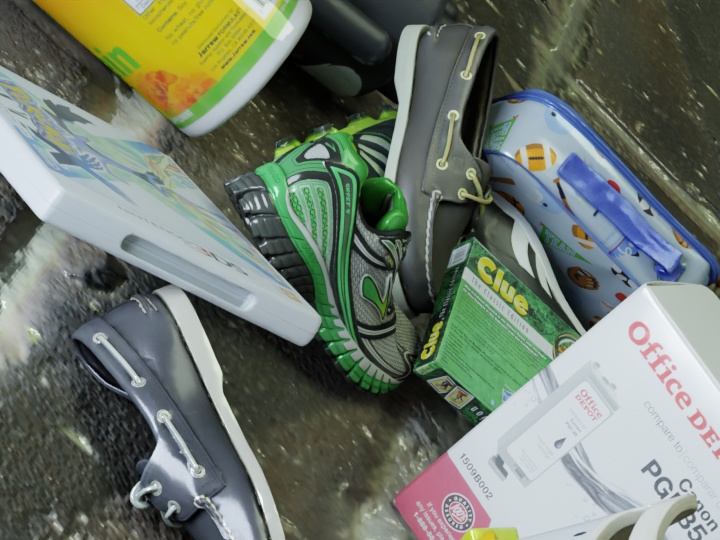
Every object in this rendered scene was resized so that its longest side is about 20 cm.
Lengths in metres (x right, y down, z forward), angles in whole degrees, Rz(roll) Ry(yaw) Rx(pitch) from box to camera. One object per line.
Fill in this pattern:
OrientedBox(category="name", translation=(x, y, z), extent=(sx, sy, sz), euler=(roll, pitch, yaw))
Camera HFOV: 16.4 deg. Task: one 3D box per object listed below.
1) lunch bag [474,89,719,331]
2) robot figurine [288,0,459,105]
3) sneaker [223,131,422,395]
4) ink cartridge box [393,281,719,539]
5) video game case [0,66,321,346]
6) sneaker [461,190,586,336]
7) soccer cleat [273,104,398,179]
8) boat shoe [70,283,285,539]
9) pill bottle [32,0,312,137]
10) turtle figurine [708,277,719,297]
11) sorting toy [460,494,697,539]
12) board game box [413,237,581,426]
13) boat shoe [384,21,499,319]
OrientedBox(category="lunch bag", translation=(0.145, -0.032, 1.673), extent=(0.200, 0.076, 0.160), euler=(43, -21, -14))
OrientedBox(category="robot figurine", translation=(-0.018, -0.199, 1.685), extent=(0.200, 0.125, 0.150), euler=(36, -18, -26))
OrientedBox(category="sneaker", translation=(0.000, 0.000, 1.415), extent=(0.078, 0.085, 0.200), euler=(61, 1, 38))
OrientedBox(category="ink cartridge box", translation=(0.140, 0.120, 1.366), extent=(0.147, 0.200, 0.083), euler=(55, 24, 19))
OrientedBox(category="video game case", translation=(-0.130, -0.045, 1.301), extent=(0.182, 0.022, 0.200), euler=(28, 11, -40))
OrientedBox(category="sneaker", translation=(0.081, 0.021, 1.583), extent=(0.200, 0.073, 0.112), euler=(52, 24, 9))
OrientedBox(category="soccer cleat", translation=(-0.005, -0.056, 1.581), extent=(0.200, 0.067, 0.081), euler=(-30, 103, -71))
OrientedBox(category="boat shoe", translation=(-0.085, 0.101, 1.210), extent=(0.063, 0.073, 0.200), euler=(-15, 63, -17))
OrientedBox(category="pill bottle", translation=(-0.136, -0.182, 1.472), extent=(0.200, 0.111, 0.111), euler=(41, 24, -15))
OrientedBox(category="turtle figurine", translation=(0.208, -0.013, 1.874), extent=(0.200, 0.064, 0.161), euler=(20, 28, -34))
OrientedBox(category="sorting toy", translation=(0.079, 0.167, 1.193), extent=(0.107, 0.180, 0.200), euler=(59, 21, -11))
OrientedBox(category="board game box", translation=(0.117, 0.080, 1.510), extent=(0.200, 0.023, 0.105), euler=(42, 46, -23))
OrientedBox(category="boat shoe", translation=(0.053, -0.066, 1.567), extent=(0.072, 0.061, 0.201), euler=(53, 38, -61))
